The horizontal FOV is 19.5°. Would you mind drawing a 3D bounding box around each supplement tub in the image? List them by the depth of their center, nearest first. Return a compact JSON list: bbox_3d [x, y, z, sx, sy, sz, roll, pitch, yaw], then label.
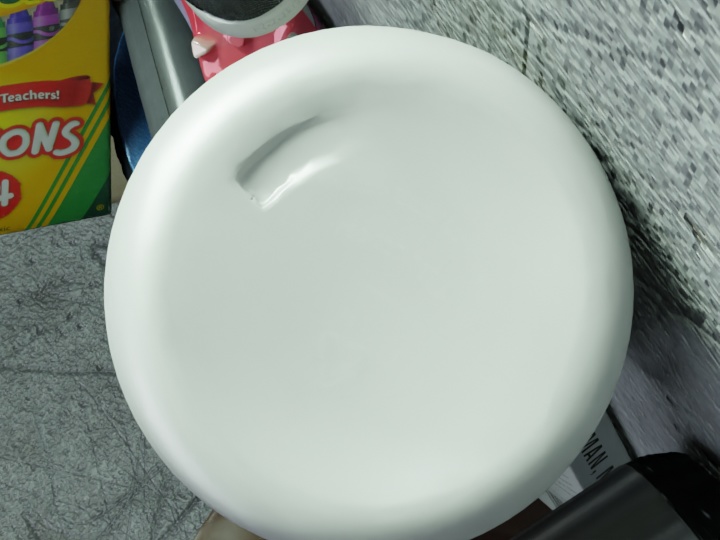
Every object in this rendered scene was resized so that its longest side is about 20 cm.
[{"bbox_3d":[-0.003,0.008,0.647,0.145,0.145,0.200,57,176,-1],"label":"supplement tub"}]

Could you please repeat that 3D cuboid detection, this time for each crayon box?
[{"bbox_3d":[-0.185,-0.104,0.994,0.051,0.127,0.200,-120,25,-43],"label":"crayon box"}]

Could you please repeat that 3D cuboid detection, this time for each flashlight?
[{"bbox_3d":[-0.083,-0.097,1.003,0.068,0.068,0.200,132,123,-67],"label":"flashlight"}]

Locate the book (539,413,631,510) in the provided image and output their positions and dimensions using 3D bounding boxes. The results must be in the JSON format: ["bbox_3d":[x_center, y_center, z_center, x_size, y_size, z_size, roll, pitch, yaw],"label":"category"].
[{"bbox_3d":[0.048,0.024,0.872,0.134,0.048,0.200,39,163,54],"label":"book"}]

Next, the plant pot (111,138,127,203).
[{"bbox_3d":[-0.180,-0.153,1.340,0.200,0.177,0.200,61,175,-36],"label":"plant pot"}]

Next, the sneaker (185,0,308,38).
[{"bbox_3d":[-0.097,-0.185,0.814,0.200,0.073,0.112,45,175,26],"label":"sneaker"}]

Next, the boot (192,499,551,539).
[{"bbox_3d":[0.022,0.122,0.953,0.200,0.186,0.064,-77,1,-76],"label":"boot"}]

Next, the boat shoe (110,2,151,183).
[{"bbox_3d":[-0.104,-0.117,1.116,0.069,0.084,0.200,131,143,-57],"label":"boat shoe"}]

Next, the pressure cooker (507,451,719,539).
[{"bbox_3d":[0.069,0.176,0.700,0.176,0.200,0.179,53,175,41],"label":"pressure cooker"}]

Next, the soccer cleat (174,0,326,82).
[{"bbox_3d":[-0.061,-0.137,0.952,0.200,0.067,0.077,50,-146,-15],"label":"soccer cleat"}]
